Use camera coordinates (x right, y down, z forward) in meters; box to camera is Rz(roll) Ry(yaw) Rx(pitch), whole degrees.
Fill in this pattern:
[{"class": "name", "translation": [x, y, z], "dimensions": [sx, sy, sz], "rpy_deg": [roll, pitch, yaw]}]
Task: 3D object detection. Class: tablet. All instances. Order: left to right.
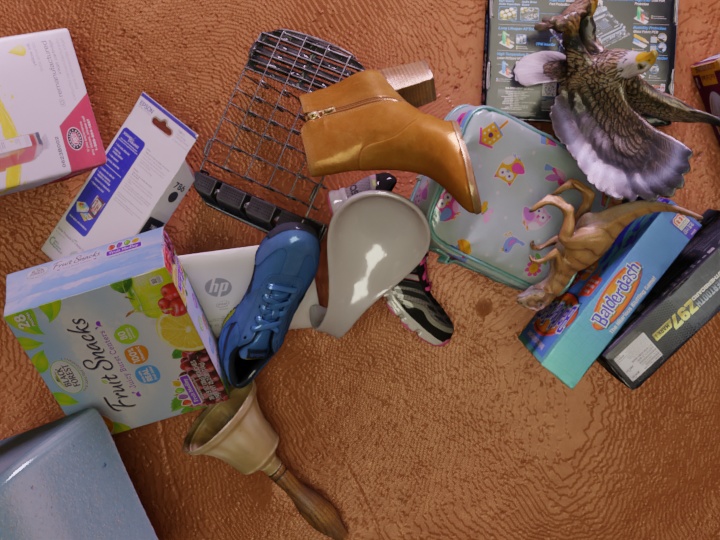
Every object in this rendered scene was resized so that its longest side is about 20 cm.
[{"class": "tablet", "translation": [-0.144, 0.027, 1.271], "dimensions": [0.197, 0.014, 0.131], "rpy_deg": [-8, 137, 1]}]

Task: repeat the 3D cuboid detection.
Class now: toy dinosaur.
[{"class": "toy dinosaur", "translation": [0.224, -0.040, 1.179], "dimensions": [0.200, 0.060, 0.107], "rpy_deg": [-41, 83, 30]}]

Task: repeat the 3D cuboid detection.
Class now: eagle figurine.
[{"class": "eagle figurine", "translation": [0.251, -0.171, 1.178], "dimensions": [0.151, 0.151, 0.201], "rpy_deg": [-34, 99, 9]}]

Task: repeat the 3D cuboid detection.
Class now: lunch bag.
[{"class": "lunch bag", "translation": [0.144, -0.067, 1.240], "dimensions": [0.198, 0.077, 0.162], "rpy_deg": [24, 91, -23]}]

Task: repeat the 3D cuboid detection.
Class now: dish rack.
[{"class": "dish rack", "translation": [-0.077, -0.140, 1.257], "dimensions": [0.152, 0.054, 0.202], "rpy_deg": [24, 89, 19]}]

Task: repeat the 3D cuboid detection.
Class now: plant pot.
[{"class": "plant pot", "translation": [-0.345, 0.282, 1.206], "dimensions": [0.194, 0.199, 0.199], "rpy_deg": [-21, 95, 35]}]

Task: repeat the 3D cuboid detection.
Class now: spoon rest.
[{"class": "spoon rest", "translation": [0.000, 0.000, 1.204], "dimensions": [0.098, 0.061, 0.201], "rpy_deg": [19, 132, -11]}]

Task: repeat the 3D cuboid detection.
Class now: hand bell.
[{"class": "hand bell", "translation": [-0.082, 0.217, 1.304], "dimensions": [0.104, 0.104, 0.200], "rpy_deg": [-43, 106, 4]}]

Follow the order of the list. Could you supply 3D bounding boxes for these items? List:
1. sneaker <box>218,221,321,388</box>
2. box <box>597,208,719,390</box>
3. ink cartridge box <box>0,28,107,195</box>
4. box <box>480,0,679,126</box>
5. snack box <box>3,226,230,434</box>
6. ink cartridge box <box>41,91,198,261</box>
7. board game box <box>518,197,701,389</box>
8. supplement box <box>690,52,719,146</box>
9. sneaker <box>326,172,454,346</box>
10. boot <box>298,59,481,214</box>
[{"class": "sneaker", "translation": [-0.089, 0.040, 1.226], "dimensions": [0.065, 0.079, 0.201], "rpy_deg": [15, 131, -19]}, {"class": "box", "translation": [0.315, 0.025, 1.237], "dimensions": [0.200, 0.158, 0.051], "rpy_deg": [-43, 95, 3]}, {"class": "ink cartridge box", "translation": [-0.366, -0.146, 1.203], "dimensions": [0.083, 0.199, 0.147], "rpy_deg": [-10, 99, 43]}, {"class": "box", "translation": [0.226, -0.233, 1.270], "dimensions": [0.197, 0.046, 0.162], "rpy_deg": [2, 95, 0]}, {"class": "snack box", "translation": [-0.241, 0.069, 1.236], "dimensions": [0.166, 0.068, 0.202], "rpy_deg": [-16, 131, 2]}, {"class": "ink cartridge box", "translation": [-0.241, -0.074, 1.268], "dimensions": [0.099, 0.039, 0.201], "rpy_deg": [38, 97, 30]}, {"class": "board game box", "translation": [0.246, 0.015, 1.239], "dimensions": [0.045, 0.152, 0.201], "rpy_deg": [37, 94, -5]}, {"class": "supplement box", "translation": [0.420, -0.134, 1.246], "dimensions": [0.085, 0.110, 0.202], "rpy_deg": [-22, 95, 3]}, {"class": "sneaker", "translation": [0.049, -0.017, 1.276], "dimensions": [0.087, 0.074, 0.201], "rpy_deg": [-34, 89, 9]}, {"class": "boot", "translation": [0.022, -0.108, 1.146], "dimensions": [0.142, 0.071, 0.203], "rpy_deg": [-20, 53, -2]}]
